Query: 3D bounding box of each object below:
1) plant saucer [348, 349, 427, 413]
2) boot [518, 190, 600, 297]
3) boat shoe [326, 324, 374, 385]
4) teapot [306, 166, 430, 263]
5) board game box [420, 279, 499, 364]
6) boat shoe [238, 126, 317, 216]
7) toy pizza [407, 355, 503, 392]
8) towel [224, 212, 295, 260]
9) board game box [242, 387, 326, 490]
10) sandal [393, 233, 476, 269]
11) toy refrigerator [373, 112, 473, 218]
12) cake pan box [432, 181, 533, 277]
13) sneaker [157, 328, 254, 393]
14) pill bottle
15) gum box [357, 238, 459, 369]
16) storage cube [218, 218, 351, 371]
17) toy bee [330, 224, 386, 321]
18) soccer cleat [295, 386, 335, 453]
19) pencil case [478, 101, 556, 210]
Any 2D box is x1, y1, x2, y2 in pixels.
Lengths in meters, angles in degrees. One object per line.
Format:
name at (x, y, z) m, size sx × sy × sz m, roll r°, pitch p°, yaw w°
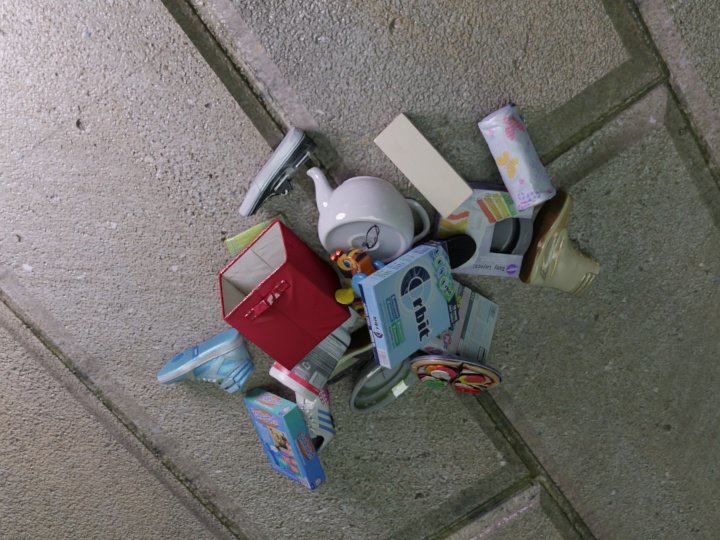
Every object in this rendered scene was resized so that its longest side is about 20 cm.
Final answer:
plant saucer at (0.050, 0.221, 1.750) m, size 0.199 × 0.050 × 0.201 m, roll -28°, pitch 149°, yaw -18°
boot at (0.428, -0.051, 1.695) m, size 0.154 × 0.073 × 0.202 m, roll 16°, pitch 101°, yaw -19°
boat shoe at (-0.007, 0.176, 1.750) m, size 0.199 × 0.073 × 0.065 m, roll -30°, pitch 119°, yaw 17°
teapot at (0.016, -0.111, 1.586) m, size 0.195 × 0.147 × 0.200 m, roll -7°, pitch 147°, yaw 18°
board game box at (0.177, 0.101, 1.685) m, size 0.199 × 0.064 × 0.149 m, roll 30°, pitch 64°, yaw -24°
boat shoe at (-0.155, -0.174, 1.572) m, size 0.071 × 0.072 × 0.200 m, roll 35°, pitch 104°, yaw -15°
toy pizza at (0.193, 0.218, 1.695) m, size 0.198 × 0.200 × 0.032 m, roll 16°, pitch 69°, yaw -13°
towel at (-0.172, -0.006, 1.673) m, size 0.143 × 0.023 × 0.201 m, roll -25°, pitch 113°, yaw 6°
board game box at (-0.163, 0.358, 1.767) m, size 0.045 × 0.151 × 0.202 m, roll -35°, pitch 120°, yaw -32°
sandal at (0.137, -0.030, 1.623) m, size 0.198 × 0.045 × 0.076 m, roll -19°, pitch 127°, yaw -15°
toy refrigerator at (0.121, -0.200, 1.569) m, size 0.076 × 0.070 × 0.200 m, roll -43°, pitch 94°, yaw 13°
cake pan box at (0.247, -0.082, 1.672) m, size 0.198 × 0.052 × 0.186 m, roll 6°, pitch 115°, yaw -9°
sneaker at (-0.313, 0.219, 1.725) m, size 0.199 × 0.080 × 0.131 m, roll -25°, pitch 113°, yaw 6°
pill bottle at (-0.089, 0.153, 1.677) m, size 0.110 × 0.111 × 0.201 m, roll 36°, pitch 80°, yaw -19°
gum box at (0.095, 0.059, 1.541) m, size 0.199 × 0.044 × 0.171 m, roll -30°, pitch 118°, yaw -36°
storage cube at (-0.147, 0.045, 1.583) m, size 0.171 × 0.200 × 0.180 m, roll -42°, pitch 118°, yaw 11°
toy bee at (0.000, 0.000, 1.552) m, size 0.108 × 0.130 × 0.202 m, roll 16°, pitch 108°, yaw 35°
soccer cleat at (-0.103, 0.305, 1.763) m, size 0.069 × 0.087 × 0.201 m, roll 4°, pitch 127°, yaw 28°
pencil case at (0.299, -0.216, 1.575) m, size 0.083 × 0.091 × 0.201 m, roll -19°, pitch 99°, yaw 43°
